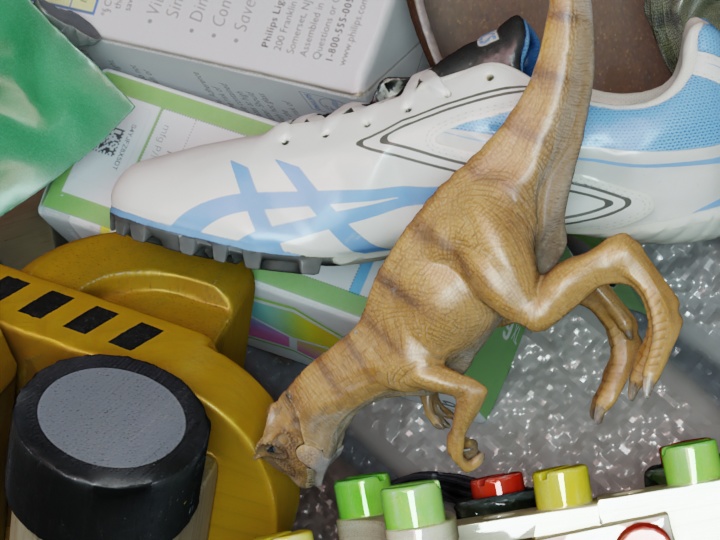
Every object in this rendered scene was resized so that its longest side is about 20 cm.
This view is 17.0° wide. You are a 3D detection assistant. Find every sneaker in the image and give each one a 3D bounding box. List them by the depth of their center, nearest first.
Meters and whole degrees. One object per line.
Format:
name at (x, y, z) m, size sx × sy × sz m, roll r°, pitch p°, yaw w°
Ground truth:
sneaker at (0.020, -0.038, 0.733) m, size 0.198 × 0.072 × 0.073 m, roll -6°, pitch 94°, yaw 8°

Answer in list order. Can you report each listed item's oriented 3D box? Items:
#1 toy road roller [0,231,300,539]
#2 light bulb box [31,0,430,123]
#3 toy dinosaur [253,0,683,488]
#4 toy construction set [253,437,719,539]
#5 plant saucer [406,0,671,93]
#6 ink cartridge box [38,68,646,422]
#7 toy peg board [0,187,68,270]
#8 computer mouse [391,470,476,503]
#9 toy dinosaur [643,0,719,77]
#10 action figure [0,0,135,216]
toy road roller at (-0.115, 0.048, 0.754) m, size 0.199 × 0.124 × 0.146 m, roll 19°, pitch 37°, yaw 11°
light bulb box at (-0.039, -0.148, 0.883) m, size 0.199 × 0.125 × 0.199 m, roll 14°, pitch 76°, yaw 23°
toy dinosaur at (0.040, -0.010, 0.667) m, size 0.106 × 0.060 × 0.201 m, roll 31°, pitch 102°, yaw -3°
toy construction set at (0.069, 0.094, 0.715) m, size 0.198 × 0.131 × 0.093 m, roll 5°, pitch 89°, yaw 5°
plant saucer at (0.083, -0.118, 0.814) m, size 0.034 × 0.200 × 0.201 m, roll 4°, pitch 69°, yaw 53°
ink cartridge box at (0.000, 0.000, 0.829) m, size 0.199 × 0.104 × 0.060 m, roll 18°, pitch 77°, yaw 22°
toy peg board at (-0.204, 0.068, 0.874) m, size 0.199 × 0.098 × 0.201 m, roll -16°, pitch 67°, yaw 12°
computer mouse at (0.079, 0.131, 0.801) m, size 0.200 × 0.034 × 0.059 m, roll 41°, pitch 103°, yaw 31°
toy dinosaur at (0.138, -0.064, 0.814) m, size 0.088 × 0.201 × 0.047 m, roll -29°, pitch 22°, yaw -29°
action figure at (-0.174, -0.026, 0.821) m, size 0.200 × 0.055 × 0.118 m, roll -46°, pitch 74°, yaw 15°
